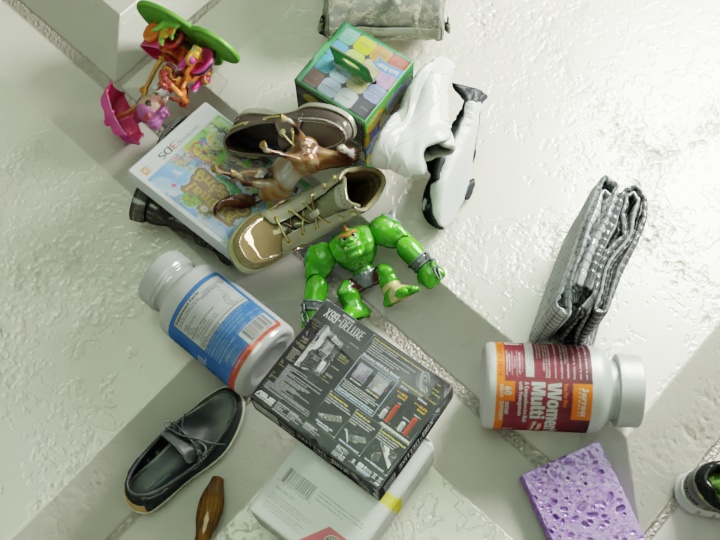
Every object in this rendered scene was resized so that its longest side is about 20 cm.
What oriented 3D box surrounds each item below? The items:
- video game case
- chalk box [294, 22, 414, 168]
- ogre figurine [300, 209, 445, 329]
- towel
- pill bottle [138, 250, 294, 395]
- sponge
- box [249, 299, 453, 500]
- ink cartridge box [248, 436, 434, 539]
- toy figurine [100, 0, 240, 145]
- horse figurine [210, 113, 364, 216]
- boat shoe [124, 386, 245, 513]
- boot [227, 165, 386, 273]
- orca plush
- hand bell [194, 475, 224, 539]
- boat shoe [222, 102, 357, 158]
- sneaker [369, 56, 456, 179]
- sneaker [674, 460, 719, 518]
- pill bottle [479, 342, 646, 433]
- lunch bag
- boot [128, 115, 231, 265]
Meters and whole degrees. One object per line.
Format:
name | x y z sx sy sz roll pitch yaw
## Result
video game case | -0.192 -0.124 1.469 0.199 0.022 0.182 38 52 2
chalk box | -0.007 -0.248 1.474 0.124 0.200 0.124 34 70 14
ogre figurine | 0.000 0.000 1.425 0.198 0.098 0.121 -27 80 20
towel | 0.300 0.002 1.373 0.085 0.166 0.202 22 68 5
pill bottle | -0.194 0.063 1.392 0.199 0.113 0.112 37 72 18
sponge | 0.287 0.323 1.303 0.110 0.030 0.202 -20 67 -7
box | -0.011 0.154 1.287 0.199 0.050 0.158 32 70 17
ink cartridge box | -0.019 0.265 1.310 0.144 0.084 0.201 34 72 17
toy figurine | -0.290 -0.265 1.530 0.199 0.150 0.185 25 80 37
horse figurine | -0.109 -0.134 1.399 0.199 0.132 0.050 -34 57 28
boat shoe | -0.223 0.225 1.348 0.074 0.062 0.200 40 72 19
boot | -0.069 -0.071 1.389 0.199 0.154 0.073 -33 97 -43
orca plush | 0.114 -0.162 1.488 0.071 0.105 0.203 13 101 36
hand bell | -0.197 0.347 1.294 0.103 0.105 0.202 8 53 6
boat shoe | -0.098 -0.184 1.438 0.198 0.072 0.060 5 39 31
sneaker | 0.092 -0.198 1.425 0.099 0.078 0.201 29 67 1
sneaker | 0.489 0.272 1.286 0.197 0.088 0.075 8 66 5
pill bottle | 0.252 0.149 1.338 0.197 0.110 0.111 2 66 3
lunch bag | 0.038 -0.423 1.584 0.197 0.140 0.170 2 65 4
boot | -0.219 -0.113 1.505 0.172 0.069 0.202 18 63 0
